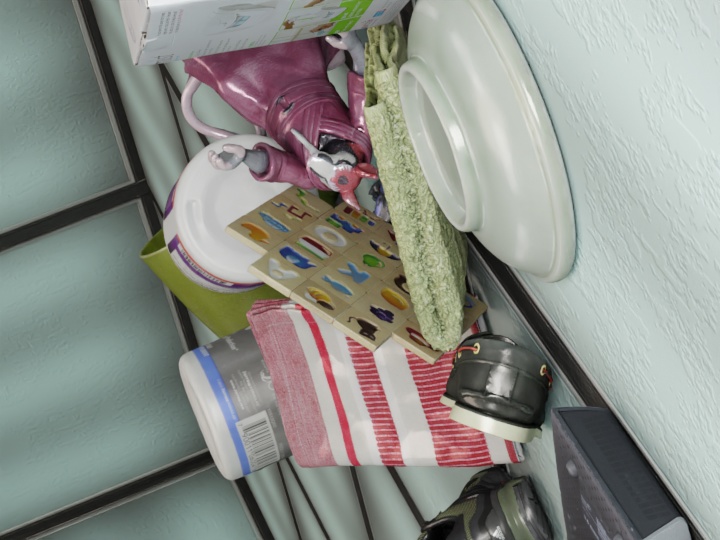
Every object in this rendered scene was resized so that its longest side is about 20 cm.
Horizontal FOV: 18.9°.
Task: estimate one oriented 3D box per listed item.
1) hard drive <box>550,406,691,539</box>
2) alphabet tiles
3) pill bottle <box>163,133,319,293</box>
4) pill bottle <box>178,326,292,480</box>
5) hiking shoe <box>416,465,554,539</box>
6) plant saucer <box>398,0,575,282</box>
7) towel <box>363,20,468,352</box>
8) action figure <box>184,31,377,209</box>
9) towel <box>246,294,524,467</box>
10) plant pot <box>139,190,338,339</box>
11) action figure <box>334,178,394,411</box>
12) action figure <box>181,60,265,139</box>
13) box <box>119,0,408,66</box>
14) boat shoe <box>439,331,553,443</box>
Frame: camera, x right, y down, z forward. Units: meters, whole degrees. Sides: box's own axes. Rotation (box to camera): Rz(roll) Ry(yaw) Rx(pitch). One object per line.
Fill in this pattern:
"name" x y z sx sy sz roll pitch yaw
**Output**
"hard drive" 0.165 0.184 1.312 0.135 0.042 0.201 -121 13 -47
"alphabet tiles" 0.000 0.000 1.480 0.166 0.006 0.200 33 -158 9
"pill bottle" -0.098 -0.040 1.697 0.200 0.111 0.112 158 91 -80
"pill bottle" -0.041 0.086 1.800 0.114 0.199 0.115 158 90 -80
"hiking shoe" 0.080 0.199 1.658 0.200 0.100 0.076 122 127 -79
"plant saucer" 0.065 -0.081 1.284 0.200 0.050 0.202 159 90 -80
"towel" 0.038 -0.060 1.427 0.149 0.036 0.201 -85 -18 -65
"action figure" -0.045 -0.107 1.543 0.201 0.133 0.149 56 179 33
"towel" 0.016 0.085 1.616 0.199 0.023 0.145 -3 116 33
"plant pot" -0.066 0.013 1.945 0.201 0.187 0.187 55 173 -10
"action figure" 0.024 -0.005 1.661 0.194 0.104 0.201 51 137 41
"action figure" -0.117 -0.206 1.643 0.200 0.133 0.150 94 -170 -70
"box" -0.058 -0.194 1.307 0.200 0.175 0.098 154 105 -82
"boat shoe" 0.094 0.076 1.444 0.201 0.073 0.064 48 -121 -86
